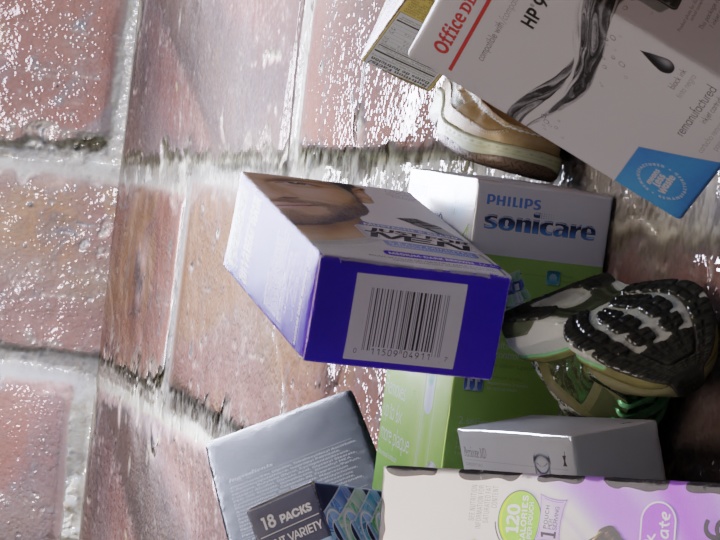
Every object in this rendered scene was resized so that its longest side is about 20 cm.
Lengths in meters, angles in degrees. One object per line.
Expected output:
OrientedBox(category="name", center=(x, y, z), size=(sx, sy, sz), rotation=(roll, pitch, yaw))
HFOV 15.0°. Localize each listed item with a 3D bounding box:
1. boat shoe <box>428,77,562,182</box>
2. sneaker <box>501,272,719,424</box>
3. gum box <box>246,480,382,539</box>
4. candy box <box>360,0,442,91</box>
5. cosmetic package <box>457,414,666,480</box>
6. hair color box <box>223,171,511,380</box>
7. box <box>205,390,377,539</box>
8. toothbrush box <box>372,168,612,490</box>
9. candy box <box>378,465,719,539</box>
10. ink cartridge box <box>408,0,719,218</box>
OrientedBox(category="boat shoe", center=(0.085, -0.107, 1.671), size=(0.200, 0.072, 0.076), rotation=(-129, 58, -71))
OrientedBox(category="sneaker", center=(0.141, 0.055, 1.411), size=(0.089, 0.077, 0.200), rotation=(67, 169, -11))
OrientedBox(category="gum box", center=(0.023, 0.213, 1.422), size=(0.170, 0.045, 0.200), rotation=(19, -132, -67))
OrientedBox(category="candy box", center=(0.068, -0.206, 1.739), size=(0.117, 0.056, 0.200), rotation=(-68, 9, -21))
OrientedBox(category="cosmetic package", center=(0.110, 0.152, 1.405), size=(0.200, 0.052, 0.151), rotation=(169, 93, -76))
OrientedBox(category="hair color box", center=(0.000, 0.000, 1.522), size=(0.200, 0.109, 0.065), rotation=(-140, 58, -70))
OrientedBox(category="box", center=(-0.015, 0.197, 1.734), size=(0.200, 0.107, 0.149), rotation=(-113, 2, -63))
OrientedBox(category="toothbrush box", center=(0.074, 0.046, 1.599), size=(0.146, 0.086, 0.200), rotation=(-159, 77, -75))
OrientedBox(category="candy box", center=(0.102, 0.176, 1.221), size=(0.200, 0.072, 0.168), rotation=(0, 83, 34))
OrientedBox(category="ink cartridge box", center=(0.100, -0.123, 1.312), size=(0.068, 0.200, 0.116), rotation=(-58, -1, -32))
